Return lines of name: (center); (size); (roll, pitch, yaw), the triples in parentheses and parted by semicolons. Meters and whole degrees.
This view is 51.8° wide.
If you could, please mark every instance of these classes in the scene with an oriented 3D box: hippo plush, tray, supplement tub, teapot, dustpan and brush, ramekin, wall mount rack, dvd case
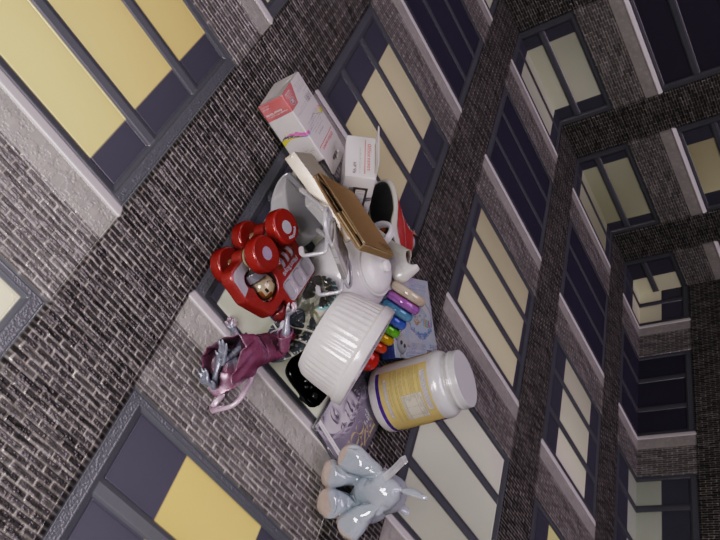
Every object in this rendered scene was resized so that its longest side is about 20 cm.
hippo plush: (0.023, 0.409, 1.418); (0.160, 0.200, 0.161); (61, 8, 20)
tray: (-0.074, -0.160, 1.557); (0.107, 0.022, 0.200); (50, 23, -32)
supplement tub: (0.133, 0.254, 1.582); (0.145, 0.199, 0.146); (46, 34, -44)
teapot: (0.000, 0.000, 1.550); (0.197, 0.146, 0.201); (-6, 82, -58)
dustpan and brush: (-0.140, -0.079, 1.464); (0.140, 0.057, 0.201); (47, 35, -31)
ramekin: (-0.030, 0.134, 1.358); (0.105, 0.201, 0.200); (30, 39, 6)
wall mount rack: (-0.069, -0.057, 1.382); (0.200, 0.074, 0.174); (71, 15, -48)
dvd case: (-0.020, 0.306, 1.515); (0.149, 0.016, 0.200); (62, 35, -21)

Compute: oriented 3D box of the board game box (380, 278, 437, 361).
board game box: (0.108, 0.115, 1.763); (0.200, 0.043, 0.200); (13, 68, -54)

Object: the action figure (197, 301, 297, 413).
action figure: (-0.168, 0.139, 1.248); (0.200, 0.134, 0.150); (-13, 89, -55)

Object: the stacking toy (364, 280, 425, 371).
stacking toy: (0.053, 0.125, 1.574); (0.085, 0.085, 0.200); (33, 89, -47)

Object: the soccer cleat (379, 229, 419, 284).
soccer cleat: (0.073, -0.038, 1.679); (0.069, 0.077, 0.200); (62, 1, -40)

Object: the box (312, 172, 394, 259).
box: (-0.010, -0.100, 1.420); (0.164, 0.021, 0.200); (57, 13, 14)

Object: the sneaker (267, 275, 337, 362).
sneaker: (-0.110, 0.106, 1.404); (0.077, 0.086, 0.200); (34, 59, 9)

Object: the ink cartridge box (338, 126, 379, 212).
ink cartridge box: (-0.007, -0.203, 1.574); (0.200, 0.067, 0.116); (105, -12, -55)

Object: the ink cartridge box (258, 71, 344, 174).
ink cartridge box: (-0.118, -0.296, 1.554); (0.200, 0.067, 0.117); (56, 32, -26)

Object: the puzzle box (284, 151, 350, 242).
puzzle box: (-0.064, -0.145, 1.456); (0.200, 0.025, 0.133); (54, 12, 2)

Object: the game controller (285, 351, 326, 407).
game controller: (-0.078, 0.177, 1.455); (0.105, 0.042, 0.200); (64, 33, -18)

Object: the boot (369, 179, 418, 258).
boot: (0.089, -0.123, 1.810); (0.144, 0.072, 0.201); (-13, 97, -58)

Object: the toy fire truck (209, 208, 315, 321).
toy fire truck: (-0.163, -0.002, 1.328); (0.168, 0.112, 0.200); (57, 38, -24)
